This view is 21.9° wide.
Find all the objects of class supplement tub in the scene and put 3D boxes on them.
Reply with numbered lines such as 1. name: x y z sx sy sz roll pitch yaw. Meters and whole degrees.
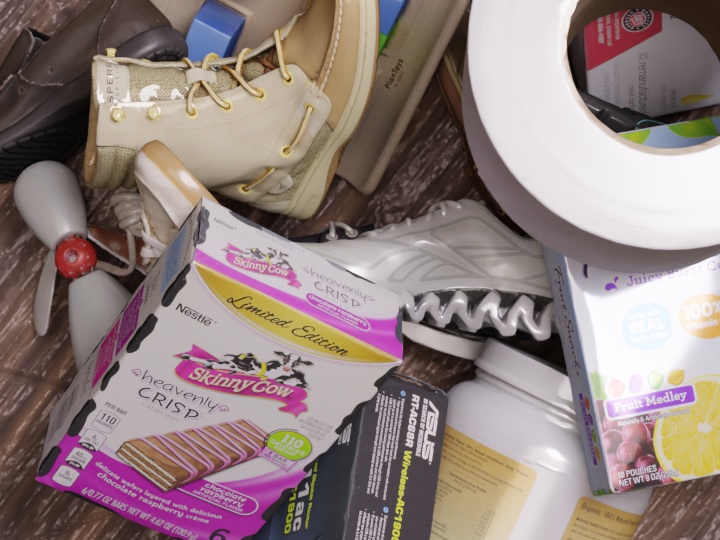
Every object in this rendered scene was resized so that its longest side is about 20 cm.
1. supplement tub: 0.093 0.156 1.149 0.144 0.144 0.201 25 91 2

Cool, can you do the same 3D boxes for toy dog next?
1. toy dog: -0.156 0.029 1.200 0.131 0.096 0.201 -7 77 10

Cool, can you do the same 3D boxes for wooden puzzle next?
1. wooden puzzle: -0.050 -0.153 1.153 0.199 0.046 0.186 31 132 4

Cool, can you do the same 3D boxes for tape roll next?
1. tape roll: 0.154 -0.104 0.980 0.201 0.139 0.204 0 86 3

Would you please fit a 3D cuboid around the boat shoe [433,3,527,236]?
1. boat shoe: 0.093 -0.073 1.180 0.072 0.067 0.201 -36 97 -41

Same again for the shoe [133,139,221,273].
1. shoe: -0.090 0.012 1.098 0.053 0.070 0.201 -37 127 -16

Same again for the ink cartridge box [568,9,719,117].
1. ink cartridge box: 0.227 -0.175 1.132 0.199 0.145 0.084 -11 59 3

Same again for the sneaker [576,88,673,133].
1. sneaker: 0.181 -0.059 1.159 0.199 0.079 0.075 31 123 -15

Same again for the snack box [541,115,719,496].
1. snack box: 0.185 0.018 1.071 0.141 0.053 0.201 -10 84 -8

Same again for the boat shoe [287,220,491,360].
1. boat shoe: 0.000 0.000 1.176 0.199 0.074 0.061 19 96 -9

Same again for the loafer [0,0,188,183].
1. loafer: -0.198 -0.119 1.187 0.199 0.073 0.072 -29 76 21

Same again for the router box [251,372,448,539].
1. router box: -0.023 0.173 1.116 0.062 0.150 0.201 21 64 -26

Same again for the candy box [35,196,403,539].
1. candy box: -0.083 0.069 1.071 0.136 0.061 0.200 26 125 -18

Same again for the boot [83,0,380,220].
1. boot: -0.079 -0.112 1.087 0.155 0.200 0.073 7 51 -15

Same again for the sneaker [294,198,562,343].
1. sneaker: 0.037 -0.005 1.114 0.199 0.075 0.082 7 91 -13
